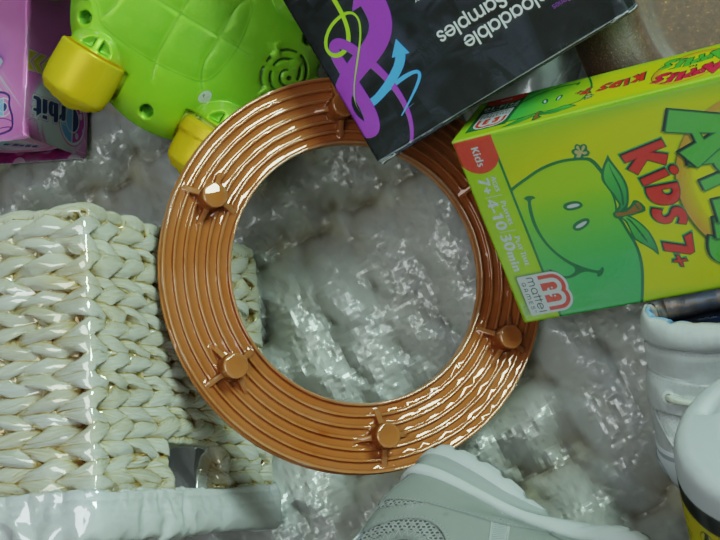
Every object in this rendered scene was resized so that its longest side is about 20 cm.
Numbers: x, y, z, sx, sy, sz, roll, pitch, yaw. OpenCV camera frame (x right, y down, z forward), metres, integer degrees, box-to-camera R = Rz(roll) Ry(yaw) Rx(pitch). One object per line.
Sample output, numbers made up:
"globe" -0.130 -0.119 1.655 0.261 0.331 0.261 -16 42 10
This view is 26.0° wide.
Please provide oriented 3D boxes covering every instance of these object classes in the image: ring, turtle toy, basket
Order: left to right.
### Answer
"basket" -0.166 0.064 0.797 0.200 0.198 0.161 -6 81 22
"turtle toy" -0.105 -0.144 0.829 0.200 0.101 0.146 31 95 -8
"ring" 0.000 0.000 0.767 0.200 0.019 0.201 4 78 -18

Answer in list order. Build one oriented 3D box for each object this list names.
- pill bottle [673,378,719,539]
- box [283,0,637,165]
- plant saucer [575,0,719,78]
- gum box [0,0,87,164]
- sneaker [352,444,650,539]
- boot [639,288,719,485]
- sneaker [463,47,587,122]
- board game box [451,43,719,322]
"pill bottle" 0.202 0.143 0.656 0.111 0.111 0.200 -7 118 21
"box" 0.018 -0.170 0.727 0.143 0.036 0.200 -29 92 25
"plant saucer" 0.196 -0.139 0.729 0.200 0.037 0.201 1 95 8
"gum box" -0.262 -0.120 0.918 0.200 0.066 0.114 -2 83 21
"sneaker" 0.076 0.151 0.686 0.200 0.082 0.075 20 136 45
"boot" 0.224 0.045 0.697 0.200 0.074 0.096 -7 111 22
"sneaker" 0.070 -0.160 0.775 0.078 0.099 0.201 0 85 21
"board game box" 0.153 -0.045 0.712 0.200 0.048 0.102 -12 113 31
